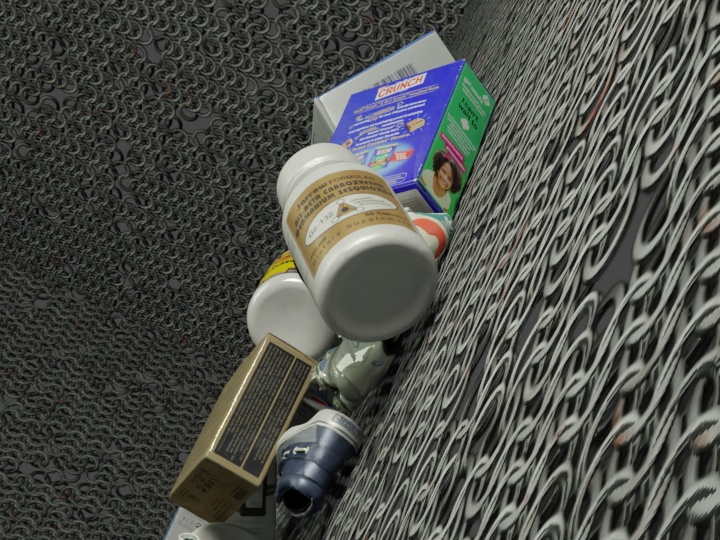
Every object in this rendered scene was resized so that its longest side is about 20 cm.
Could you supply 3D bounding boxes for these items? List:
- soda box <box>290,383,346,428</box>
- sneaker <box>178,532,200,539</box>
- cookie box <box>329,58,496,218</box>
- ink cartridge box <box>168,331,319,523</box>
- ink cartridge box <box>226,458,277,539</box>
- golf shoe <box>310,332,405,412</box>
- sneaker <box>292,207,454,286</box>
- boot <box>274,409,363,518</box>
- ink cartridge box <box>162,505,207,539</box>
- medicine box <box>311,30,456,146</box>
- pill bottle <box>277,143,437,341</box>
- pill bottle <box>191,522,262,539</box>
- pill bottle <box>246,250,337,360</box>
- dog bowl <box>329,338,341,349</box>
[{"bbox_3d":[-0.059,0.180,1.737,0.200,0.068,0.064,-95,30,-83],"label":"soda box"},{"bbox_3d":[-0.173,0.357,1.531,0.200,0.080,0.148,-41,59,59],"label":"sneaker"},{"bbox_3d":[0.043,-0.129,1.603,0.170,0.075,0.201,-12,41,37],"label":"cookie box"},{"bbox_3d":[-0.134,0.184,1.622,0.166,0.075,0.200,-63,6,-28],"label":"ink cartridge box"},{"bbox_3d":[-0.142,0.272,1.783,0.116,0.067,0.202,123,149,-71],"label":"ink cartridge box"},{"bbox_3d":[0.020,0.064,1.479,0.097,0.078,0.201,-38,17,27],"label":"golf shoe"},{"bbox_3d":[0.017,-0.020,1.494,0.199,0.071,0.093,-12,20,48],"label":"sneaker"},{"bbox_3d":[-0.062,0.208,1.445,0.091,0.072,0.200,-57,-1,-27],"label":"boot"},{"bbox_3d":[-0.235,0.437,2.091,0.076,0.135,0.202,128,167,-85],"label":"ink cartridge box"},{"bbox_3d":[0.037,-0.191,1.837,0.181,0.103,0.200,-31,-8,-10],"label":"medicine box"},{"bbox_3d":[-0.011,-0.034,1.341,0.115,0.113,0.200,-63,30,23],"label":"pill bottle"},{"bbox_3d":[-0.181,0.398,1.654,0.115,0.113,0.201,-69,5,-58],"label":"pill bottle"},{"bbox_3d":[-0.070,0.036,1.714,0.200,0.108,0.110,-72,8,-76],"label":"pill bottle"},{"bbox_3d":[-0.021,0.011,1.917,0.200,0.073,0.203,6,-90,-89],"label":"dog bowl"}]
